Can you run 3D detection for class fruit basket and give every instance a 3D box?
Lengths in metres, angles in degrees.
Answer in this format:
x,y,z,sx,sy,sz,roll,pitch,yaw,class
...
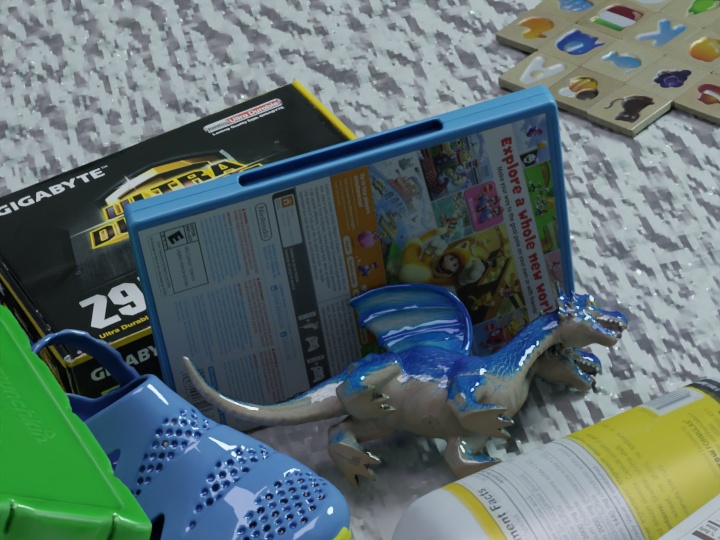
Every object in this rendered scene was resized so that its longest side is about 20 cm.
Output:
x,y,z,sx,sy,sz,roll,pitch,yaw,class
-0.208,0.130,1.156,0.155,0.216,0.215,13,15,-42,fruit basket

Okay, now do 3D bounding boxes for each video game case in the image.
x,y,z,sx,sy,sz,roll,pitch,yaw,class
0.000,0.000,1.251,0.199,0.144,0.018,-16,42,-7,video game case

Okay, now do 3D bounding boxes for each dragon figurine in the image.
x,y,z,sx,sy,sz,roll,pitch,yaw,class
0.022,0.046,1.241,0.199,0.059,0.100,3,36,2,dragon figurine

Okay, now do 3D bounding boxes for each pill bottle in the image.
x,y,z,sx,sy,sz,roll,pitch,yaw,class
0.081,0.126,1.078,0.199,0.112,0.112,-22,36,-14,pill bottle

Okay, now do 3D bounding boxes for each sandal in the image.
x,y,z,sx,sy,sz,roll,pitch,yaw,class
-0.092,0.085,1.209,0.199,0.087,0.079,17,41,31,sandal

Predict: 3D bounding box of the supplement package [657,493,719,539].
x,y,z,sx,sy,sz,roll,pitch,yaw,class
0.226,0.137,0.983,0.200,0.152,0.150,-32,37,-27,supplement package

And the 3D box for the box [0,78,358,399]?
x,y,z,sx,sy,sz,roll,pitch,yaw,class
-0.083,-0.012,1.377,0.199,0.050,0.160,-23,38,-16,box

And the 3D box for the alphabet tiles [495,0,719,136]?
x,y,z,sx,sy,sz,roll,pitch,yaw,class
0.179,-0.137,1.516,0.200,0.006,0.166,-35,42,-31,alphabet tiles
